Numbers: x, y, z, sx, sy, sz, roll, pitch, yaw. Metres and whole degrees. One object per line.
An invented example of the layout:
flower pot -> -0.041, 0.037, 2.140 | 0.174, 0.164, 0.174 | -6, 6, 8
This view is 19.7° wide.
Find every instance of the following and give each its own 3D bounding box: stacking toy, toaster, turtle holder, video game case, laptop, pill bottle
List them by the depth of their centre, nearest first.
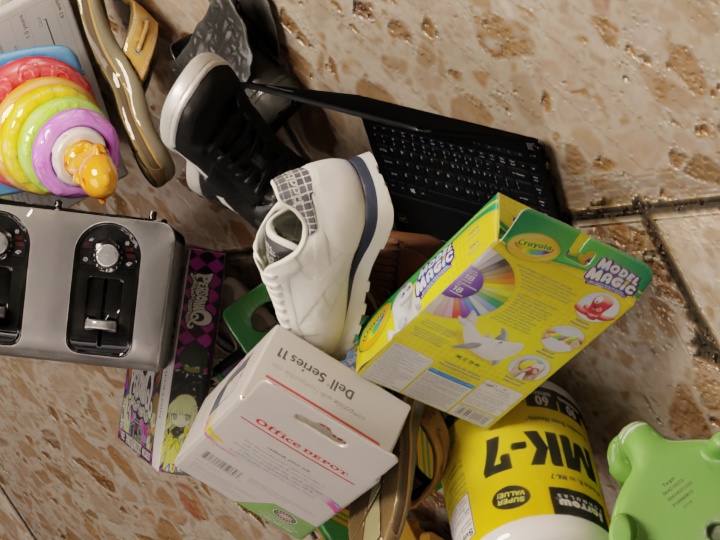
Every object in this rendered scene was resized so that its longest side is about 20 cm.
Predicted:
turtle holder -> 0.230, 0.190, 1.418 | 0.185, 0.141, 0.132 | 22, 158, 25
laptop -> 0.037, -0.057, 1.430 | 0.177, 0.103, 0.201 | 19, 138, 43
pill bottle -> 0.121, 0.182, 1.480 | 0.201, 0.114, 0.115 | -100, 1, -48
stacking toy -> -0.226, -0.095, 1.583 | 0.200, 0.109, 0.117 | 31, 129, 57
toaster -> -0.230, 0.008, 1.583 | 0.180, 0.119, 0.200 | 7, 179, -3
video game case -> -0.160, 0.067, 1.736 | 0.200, 0.036, 0.182 | -166, 84, -74

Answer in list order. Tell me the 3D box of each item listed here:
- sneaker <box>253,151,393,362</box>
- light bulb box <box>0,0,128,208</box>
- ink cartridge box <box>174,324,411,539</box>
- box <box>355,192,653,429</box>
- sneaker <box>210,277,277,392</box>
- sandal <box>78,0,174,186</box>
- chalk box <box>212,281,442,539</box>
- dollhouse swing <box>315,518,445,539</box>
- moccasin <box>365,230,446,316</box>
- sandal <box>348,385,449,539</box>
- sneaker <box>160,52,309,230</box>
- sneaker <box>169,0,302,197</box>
sneaker -> -0.039, -0.002, 1.429 | 0.077, 0.080, 0.201 | 59, 150, 36
light bulb box -> -0.327, -0.132, 1.715 | 0.125, 0.199, 0.199 | 35, 149, 46
ink cartridge box -> -0.043, 0.111, 1.471 | 0.117, 0.068, 0.200 | 32, 150, -9
box -> 0.096, 0.024, 1.403 | 0.117, 0.049, 0.200 | 24, 137, -23
sneaker -> -0.125, 0.079, 1.819 | 0.075, 0.082, 0.200 | 43, 150, 11
sandal -> -0.176, -0.165, 1.613 | 0.080, 0.054, 0.201 | 107, 141, -83
chalk box -> -0.030, 0.099, 1.641 | 0.201, 0.125, 0.124 | 57, 173, -15
dollhouse swing -> 0.080, 0.323, 1.871 | 0.200, 0.175, 0.183 | -17, 69, 58
moccasin -> 0.000, -0.002, 1.519 | 0.201, 0.077, 0.074 | 23, 112, 49
sandal -> 0.037, 0.129, 1.511 | 0.054, 0.201, 0.080 | 26, 131, -11
sneaker -> -0.071, -0.081, 1.462 | 0.112, 0.073, 0.200 | 31, 169, 11
sneaker -> -0.105, -0.139, 1.577 | 0.104, 0.060, 0.200 | 50, 146, 0
